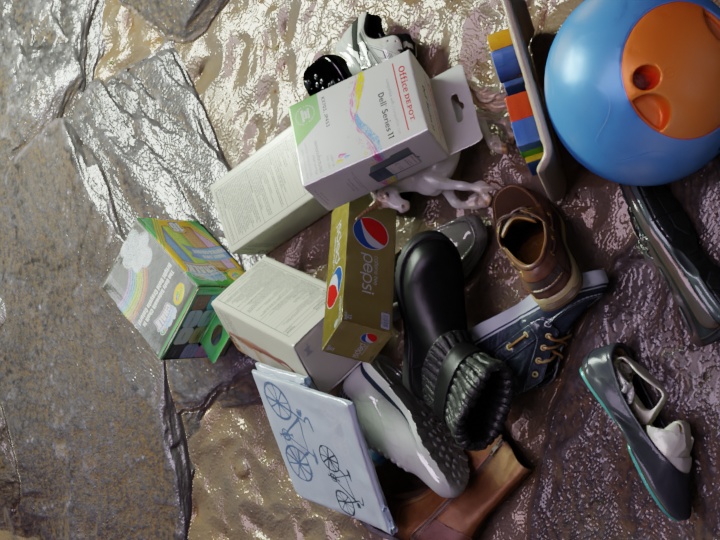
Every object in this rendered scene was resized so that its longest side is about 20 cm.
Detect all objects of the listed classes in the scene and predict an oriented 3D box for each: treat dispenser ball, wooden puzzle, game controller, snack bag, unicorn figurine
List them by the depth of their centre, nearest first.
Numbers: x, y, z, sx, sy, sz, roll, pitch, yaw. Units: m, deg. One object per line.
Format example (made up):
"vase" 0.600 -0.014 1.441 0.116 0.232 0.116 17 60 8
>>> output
"treat dispenser ball" 0.281 -0.186 1.309 0.199 0.200 0.204 0 90 39
"wooden puzzle" 0.175 -0.183 1.410 0.046 0.185 0.203 -12 80 12
"unicorn figurine" 0.095 -0.123 1.518 0.136 0.074 0.202 21 87 5
"snack bag" -0.042 0.208 1.564 0.199 0.021 0.191 11 125 50
"game controller" -0.003 -0.164 1.591 0.202 0.042 0.104 59 165 -5

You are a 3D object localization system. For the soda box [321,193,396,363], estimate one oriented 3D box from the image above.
"soda box" 0.000 0.000 1.525 0.068 0.063 0.202 124 156 -50

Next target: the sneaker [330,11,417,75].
"sneaker" 0.043 -0.237 1.586 0.200 0.075 0.088 45 112 27

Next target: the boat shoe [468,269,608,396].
"boat shoe" 0.206 0.074 1.460 0.200 0.070 0.092 -34 70 42

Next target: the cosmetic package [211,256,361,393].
"cosmetic package" -0.084 0.066 1.630 0.199 0.103 0.088 24 147 53

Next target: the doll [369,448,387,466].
"doll" 0.004 0.186 1.632 0.198 0.048 0.138 -20 57 36

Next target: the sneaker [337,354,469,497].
"sneaker" 0.050 0.192 1.537 0.081 0.076 0.201 -49 59 20

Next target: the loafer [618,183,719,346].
"loafer" 0.317 -0.014 1.367 0.063 0.071 0.201 -45 65 36

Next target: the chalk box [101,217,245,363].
"chalk box" -0.230 0.038 1.781 0.200 0.123 0.125 45 115 29

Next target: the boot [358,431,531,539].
"boot" 0.087 0.244 1.558 0.188 0.068 0.201 46 112 43

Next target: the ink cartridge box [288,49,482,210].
"ink cartridge box" 0.026 -0.164 1.475 0.198 0.067 0.118 -23 58 17

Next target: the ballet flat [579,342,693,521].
"ballet flat" 0.301 0.160 1.379 0.073 0.073 0.202 -43 62 30

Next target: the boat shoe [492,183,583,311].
"boat shoe" 0.182 -0.041 1.429 0.072 0.068 0.201 -36 33 14

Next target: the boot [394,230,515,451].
"boot" 0.105 0.075 1.448 0.158 0.078 0.214 -140 42 -63

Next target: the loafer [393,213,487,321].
"loafer" 0.068 0.002 1.567 0.200 0.069 0.070 -42 65 31

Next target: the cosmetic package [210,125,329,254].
"cosmetic package" -0.095 -0.109 1.700 0.199 0.073 0.105 -30 71 35
